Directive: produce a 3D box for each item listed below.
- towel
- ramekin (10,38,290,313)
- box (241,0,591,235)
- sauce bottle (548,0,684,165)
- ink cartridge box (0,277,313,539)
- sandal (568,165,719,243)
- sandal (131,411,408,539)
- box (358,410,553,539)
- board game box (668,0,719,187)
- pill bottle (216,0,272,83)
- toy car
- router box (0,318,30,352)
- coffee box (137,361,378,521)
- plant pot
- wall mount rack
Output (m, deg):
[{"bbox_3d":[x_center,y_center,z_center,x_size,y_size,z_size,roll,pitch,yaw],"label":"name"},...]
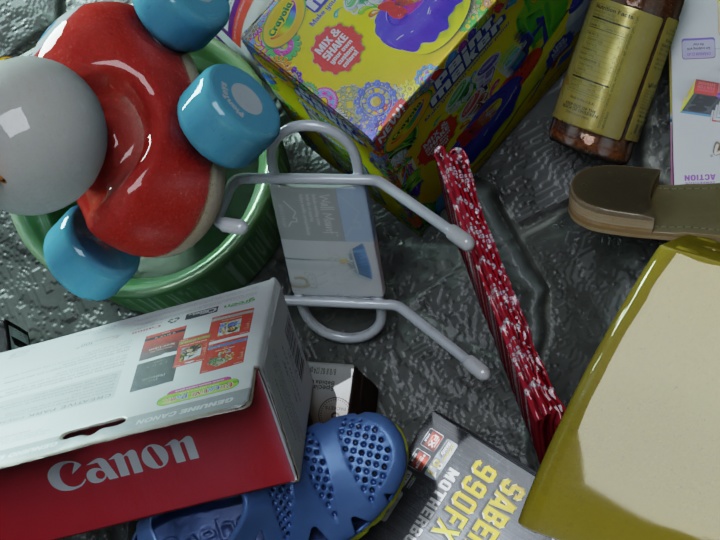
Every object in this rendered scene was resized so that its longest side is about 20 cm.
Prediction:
[{"bbox_3d":[0.095,0.029,1.148,0.022,0.145,0.201,-20,69,0],"label":"towel"},{"bbox_3d":[-0.144,-0.065,1.252,0.199,0.098,0.201,-3,73,11],"label":"ramekin"},{"bbox_3d":[0.047,-0.161,1.191,0.122,0.193,0.200,39,85,20],"label":"box"},{"bbox_3d":[0.189,-0.175,1.202,0.066,0.066,0.201,22,98,17],"label":"sauce bottle"},{"bbox_3d":[-0.139,0.098,1.069,0.199,0.176,0.084,-15,111,9],"label":"ink cartridge box"},{"bbox_3d":[0.241,-0.015,1.156,0.211,0.070,0.078,11,41,14],"label":"sandal"},{"bbox_3d":[-0.061,0.149,1.093,0.199,0.087,0.080,-28,72,2],"label":"sandal"},{"bbox_3d":[0.062,0.218,1.148,0.158,0.048,0.200,32,82,19],"label":"box"},{"bbox_3d":[0.289,-0.132,1.212,0.152,0.040,0.201,-1,73,12],"label":"board game box"},{"bbox_3d":[-0.087,-0.230,1.274,0.112,0.113,0.200,-43,60,-3],"label":"pill bottle"},{"bbox_3d":[-0.190,-0.096,1.076,0.184,0.199,0.178,-39,62,31],"label":"toy car"},{"bbox_3d":[-0.329,0.132,1.254,0.199,0.051,0.150,-14,73,8],"label":"router box"},{"bbox_3d":[-0.096,0.119,1.194,0.199,0.080,0.114,4,75,13],"label":"coffee box"},{"bbox_3d":[0.228,0.082,1.048,0.199,0.200,0.177,16,98,16],"label":"plant pot"},{"bbox_3d":[0.000,0.000,1.145,0.173,0.201,0.075,2,45,14],"label":"wall mount rack"}]
